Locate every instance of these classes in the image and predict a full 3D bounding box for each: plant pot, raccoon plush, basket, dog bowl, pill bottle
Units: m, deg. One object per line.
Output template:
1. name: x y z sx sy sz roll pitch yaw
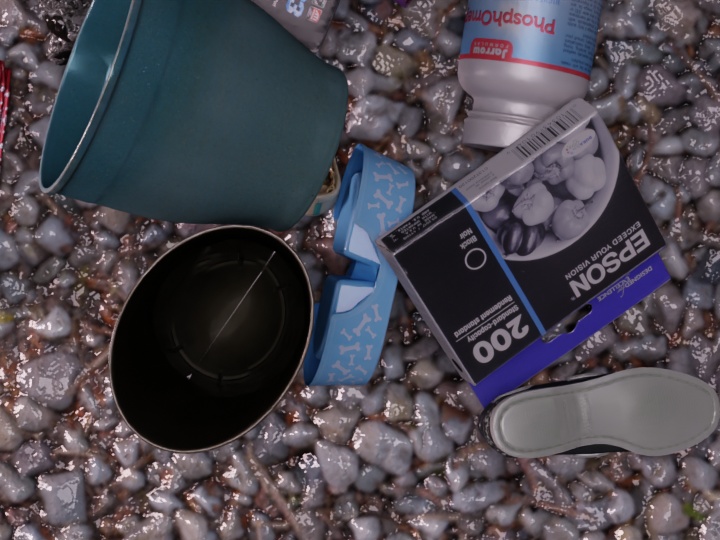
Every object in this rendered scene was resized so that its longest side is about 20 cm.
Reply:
1. plant pot: -0.118 -0.123 1.309 0.187 0.200 0.201 19 92 -19
2. raccoon plush: -0.204 -0.253 1.436 0.199 0.097 0.135 -17 81 -16
3. basket: -0.106 0.042 1.366 0.136 0.200 0.181 34 95 -1
4. dog bowl: 0.000 0.000 1.414 0.049 0.111 0.201 12 91 -9
5. pill bottle: 0.137 -0.195 1.405 0.108 0.109 0.201 9 91 1

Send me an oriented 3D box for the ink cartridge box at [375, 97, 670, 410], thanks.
1. ink cartridge box: 0.142 -0.003 1.390 0.198 0.043 0.200 -35 122 -3

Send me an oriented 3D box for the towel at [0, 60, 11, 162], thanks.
1. towel: -0.374 -0.086 1.462 0.144 0.022 0.201 7 92 2

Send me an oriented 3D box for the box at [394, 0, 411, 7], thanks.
1. box: 0.077 -0.310 1.390 0.039 0.137 0.200 34 92 1

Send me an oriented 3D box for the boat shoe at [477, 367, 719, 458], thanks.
1. boat shoe: 0.195 0.116 1.434 0.199 0.060 0.076 1 89 -13

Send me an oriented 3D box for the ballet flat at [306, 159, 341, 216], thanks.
1. ballet flat: -0.061 -0.143 1.432 0.069 0.069 0.201 -20 90 2

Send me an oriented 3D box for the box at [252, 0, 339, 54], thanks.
1. box: -0.087 -0.298 1.359 0.198 0.050 0.201 21 98 -11
